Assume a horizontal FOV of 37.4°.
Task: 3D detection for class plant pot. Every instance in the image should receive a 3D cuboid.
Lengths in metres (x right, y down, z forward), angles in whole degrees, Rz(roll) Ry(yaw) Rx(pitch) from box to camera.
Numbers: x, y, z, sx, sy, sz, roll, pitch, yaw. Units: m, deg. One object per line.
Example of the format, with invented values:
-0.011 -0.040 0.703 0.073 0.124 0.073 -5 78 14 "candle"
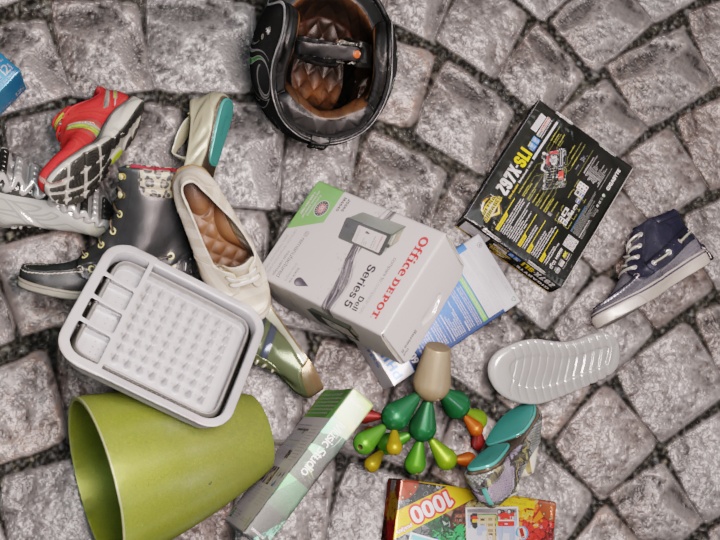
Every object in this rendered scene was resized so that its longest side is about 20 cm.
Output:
-0.204 0.208 1.197 0.198 0.187 0.189 -13 83 -28 "plant pot"

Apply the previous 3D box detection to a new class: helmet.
-0.045 -0.257 1.295 0.197 0.191 0.202 -3 116 -7 "helmet"

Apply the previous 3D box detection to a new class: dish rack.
-0.216 0.077 1.158 0.198 0.044 0.173 27 46 -9 "dish rack"

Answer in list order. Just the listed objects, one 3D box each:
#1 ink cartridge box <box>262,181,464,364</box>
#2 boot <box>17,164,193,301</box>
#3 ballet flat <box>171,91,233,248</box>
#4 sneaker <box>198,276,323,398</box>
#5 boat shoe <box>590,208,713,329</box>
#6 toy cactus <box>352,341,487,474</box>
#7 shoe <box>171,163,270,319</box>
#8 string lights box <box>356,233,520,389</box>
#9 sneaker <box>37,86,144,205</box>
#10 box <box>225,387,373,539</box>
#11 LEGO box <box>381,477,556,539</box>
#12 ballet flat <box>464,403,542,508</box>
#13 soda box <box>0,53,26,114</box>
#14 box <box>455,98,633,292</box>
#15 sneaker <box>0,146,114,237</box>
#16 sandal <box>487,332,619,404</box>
0.000 0.000 1.261 0.199 0.084 0.146 23 72 32 "ink cartridge box"
-0.289 -0.046 1.224 0.201 0.073 0.156 1 103 -15 "boot"
-0.205 -0.124 1.308 0.069 0.069 0.202 13 76 -9 "ballet flat"
-0.135 0.084 1.280 0.089 0.067 0.201 -33 83 -14 "sneaker"
0.365 -0.004 1.403 0.199 0.075 0.093 -28 80 -23 "boat shoe"
0.078 0.164 1.277 0.198 0.102 0.167 1 111 -24 "toy cactus"
-0.158 -0.024 1.206 0.069 0.053 0.201 -29 109 -9 "shoe"
0.089 0.051 1.335 0.199 0.059 0.103 -31 88 -15 "string lights box"
-0.332 -0.150 1.253 0.084 0.077 0.201 24 41 3 "sneaker"
-0.073 0.223 1.226 0.036 0.144 0.201 39 75 -7 "box"
0.124 0.339 1.282 0.198 0.077 0.151 10 78 -10 "LEGO box"
0.178 0.228 1.280 0.071 0.200 0.073 8 109 23 "ballet flat"
-0.487 -0.175 1.248 0.064 0.068 0.201 40 75 -3 "soda box"
0.243 -0.098 1.400 0.159 0.049 0.201 34 75 -2 "box"
-0.384 -0.081 1.259 0.198 0.075 0.081 23 118 -21 "sneaker"
0.243 0.124 1.364 0.200 0.050 0.084 -4 95 -25 "sandal"
